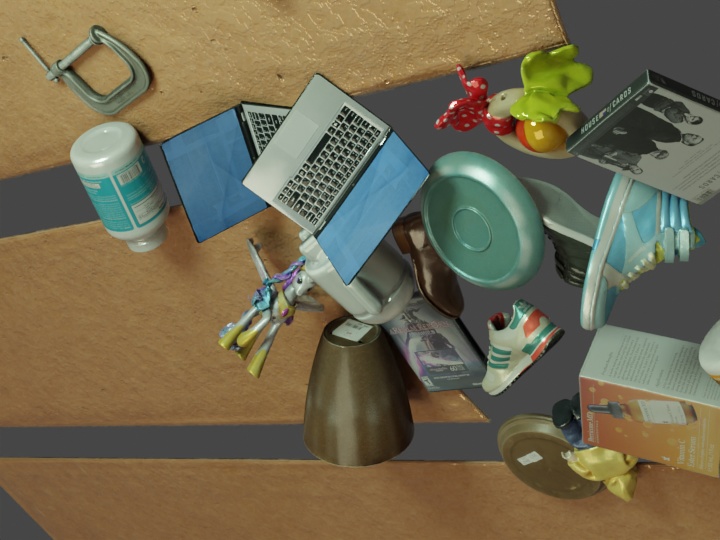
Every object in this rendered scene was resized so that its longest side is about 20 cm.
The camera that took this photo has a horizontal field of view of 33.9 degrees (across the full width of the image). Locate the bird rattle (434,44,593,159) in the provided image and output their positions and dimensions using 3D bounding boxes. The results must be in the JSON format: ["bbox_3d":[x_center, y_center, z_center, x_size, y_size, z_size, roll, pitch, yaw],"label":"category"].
[{"bbox_3d":[0.198,-0.180,1.425,0.163,0.113,0.200,35,148,-31],"label":"bird rattle"}]

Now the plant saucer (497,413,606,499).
[{"bbox_3d":[0.313,0.310,1.928,0.199,0.030,0.201,20,141,17],"label":"plant saucer"}]

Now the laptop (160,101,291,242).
[{"bbox_3d":[-0.149,-0.130,1.686,0.199,0.116,0.188,10,138,26],"label":"laptop"}]

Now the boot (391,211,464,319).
[{"bbox_3d":[0.162,-0.021,1.649,0.199,0.064,0.187,-15,121,39],"label":"boot"}]

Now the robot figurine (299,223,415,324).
[{"bbox_3d":[0.000,0.000,1.704,0.113,0.170,0.200,-38,116,20],"label":"robot figurine"}]

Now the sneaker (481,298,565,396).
[{"bbox_3d":[0.221,0.110,1.756,0.093,0.070,0.200,48,145,9],"label":"sneaker"}]

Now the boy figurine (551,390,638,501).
[{"bbox_3d":[0.377,0.274,1.815,0.124,0.065,0.200,-31,118,19],"label":"boy figurine"}]

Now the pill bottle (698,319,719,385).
[{"bbox_3d":[0.541,0.144,1.518,0.200,0.117,0.116,42,141,-12],"label":"pill bottle"}]

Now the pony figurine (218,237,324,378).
[{"bbox_3d":[-0.132,0.052,1.819,0.166,0.200,0.193,39,177,-20],"label":"pony figurine"}]

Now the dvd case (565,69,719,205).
[{"bbox_3d":[0.358,-0.147,1.342,0.199,0.025,0.150,17,147,-22],"label":"dvd case"}]

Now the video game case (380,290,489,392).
[{"bbox_3d":[0.116,0.113,1.859,0.142,0.019,0.200,-10,126,41],"label":"video game case"}]

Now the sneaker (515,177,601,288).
[{"bbox_3d":[0.260,-0.041,1.546,0.199,0.071,0.099,29,137,-3],"label":"sneaker"}]

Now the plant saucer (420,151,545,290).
[{"bbox_3d":[0.152,-0.058,1.549,0.200,0.027,0.201,26,133,32],"label":"plant saucer"}]

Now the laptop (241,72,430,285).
[{"bbox_3d":[-0.038,-0.122,1.561,0.200,0.116,0.188,36,105,-3],"label":"laptop"}]

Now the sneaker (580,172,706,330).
[{"bbox_3d":[0.347,-0.012,1.447,0.130,0.201,0.080,16,-176,11],"label":"sneaker"}]

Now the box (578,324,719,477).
[{"bbox_3d":[0.418,0.181,1.651,0.199,0.107,0.153,11,138,25],"label":"box"}]

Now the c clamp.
[{"bbox_3d":[-0.405,-0.305,1.758,0.199,0.027,0.171,-15,122,44],"label":"c clamp"}]

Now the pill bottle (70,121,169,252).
[{"bbox_3d":[-0.370,-0.125,1.860,0.110,0.111,0.201,8,136,28],"label":"pill bottle"}]

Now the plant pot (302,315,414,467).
[{"bbox_3d":[-0.009,0.180,1.911,0.186,0.187,0.201,11,123,25],"label":"plant pot"}]
